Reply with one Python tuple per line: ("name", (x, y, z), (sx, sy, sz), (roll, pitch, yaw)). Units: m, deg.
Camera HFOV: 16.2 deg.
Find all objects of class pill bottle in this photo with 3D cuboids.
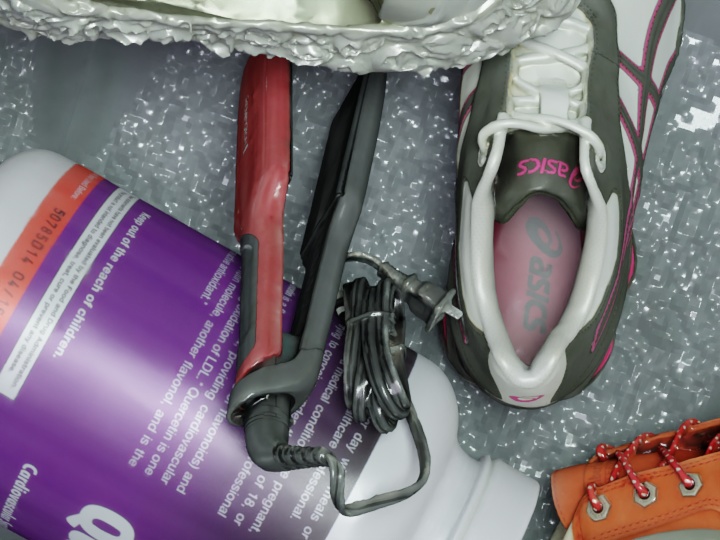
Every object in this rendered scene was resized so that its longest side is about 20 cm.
("pill bottle", (-0.049, 0.053, 0.801), (0.200, 0.112, 0.113), (29, 95, 0))

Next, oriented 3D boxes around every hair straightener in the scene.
("hair straightener", (0.000, 0.000, 0.766), (0.077, 0.200, 0.041), (18, 127, -16))

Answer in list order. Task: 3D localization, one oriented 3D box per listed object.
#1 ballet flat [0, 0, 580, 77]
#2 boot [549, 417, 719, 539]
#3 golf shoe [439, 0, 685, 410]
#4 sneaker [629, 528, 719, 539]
("ballet flat", (-0.018, -0.090, 0.729), (0.199, 0.072, 0.072), (-4, 95, -12))
("boot", (0.120, 0.071, 0.807), (0.107, 0.075, 0.200), (30, 109, 6))
("golf shoe", (0.065, -0.054, 0.803), (0.077, 0.088, 0.201), (2, 93, 3))
("sneaker", (0.055, 0.163, 0.733), (0.200, 0.106, 0.075), (-36, 122, -2))
